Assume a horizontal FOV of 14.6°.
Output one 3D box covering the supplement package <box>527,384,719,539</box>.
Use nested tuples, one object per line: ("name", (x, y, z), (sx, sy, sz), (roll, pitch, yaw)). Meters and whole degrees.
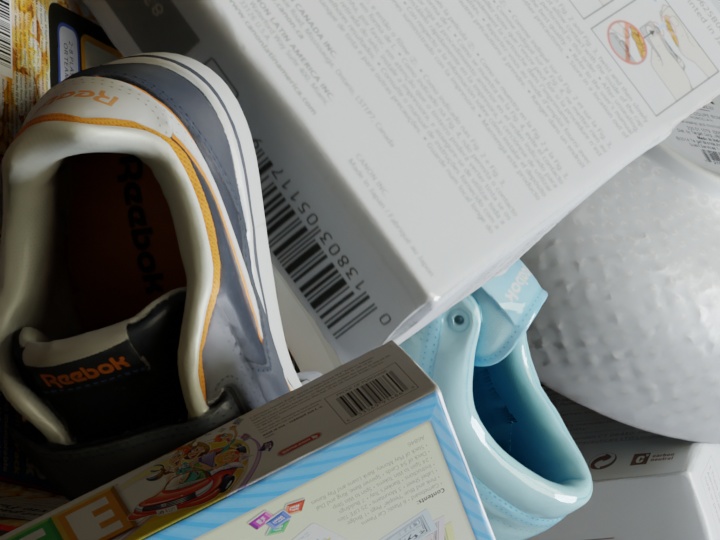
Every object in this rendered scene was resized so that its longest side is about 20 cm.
("supplement package", (0.118, 0.083, 1.144), (0.200, 0.117, 0.117), (-53, 129, -56))

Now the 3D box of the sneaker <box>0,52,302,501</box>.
("sneaker", (-0.050, 0.045, 0.739), (0.079, 0.078, 0.201), (-28, 100, -67))

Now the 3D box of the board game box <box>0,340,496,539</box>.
("board game box", (-0.052, 0.121, 0.703), (0.034, 0.200, 0.135), (46, -21, 62))

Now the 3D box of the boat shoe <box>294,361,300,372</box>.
("boat shoe", (0.000, 0.000, 0.975), (0.061, 0.072, 0.202), (42, 54, -50))

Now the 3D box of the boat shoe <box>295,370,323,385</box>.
("boat shoe", (-0.010, 0.111, 0.851), (0.073, 0.067, 0.200), (-36, 152, -17))

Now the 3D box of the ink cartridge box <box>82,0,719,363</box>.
("ink cartridge box", (0.019, -0.083, 0.849), (0.163, 0.057, 0.200), (54, 42, 2))

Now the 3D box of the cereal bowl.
("cereal bowl", (0.114, -0.032, 1.075), (0.200, 0.083, 0.200), (21, 35, -15))

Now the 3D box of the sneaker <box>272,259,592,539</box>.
("sneaker", (0.016, -0.004, 0.871), (0.200, 0.082, 0.074), (63, 31, -21))

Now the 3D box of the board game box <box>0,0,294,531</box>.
("board game box", (-0.082, 0.002, 0.825), (0.200, 0.046, 0.152), (25, 60, -61))
